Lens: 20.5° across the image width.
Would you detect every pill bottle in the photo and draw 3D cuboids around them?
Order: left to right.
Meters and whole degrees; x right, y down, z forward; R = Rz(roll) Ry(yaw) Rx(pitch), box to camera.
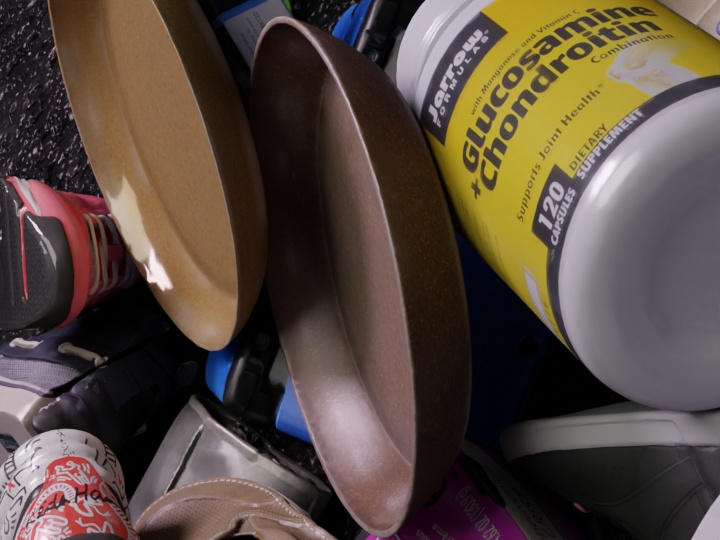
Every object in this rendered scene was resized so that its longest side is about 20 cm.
[{"bbox_3d":[0.084,-0.042,0.708,0.112,0.112,0.200,-55,31,9],"label":"pill bottle"}]

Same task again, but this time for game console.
[{"bbox_3d":[0.021,-0.014,0.905,0.171,0.117,0.202,-168,100,-80],"label":"game console"}]

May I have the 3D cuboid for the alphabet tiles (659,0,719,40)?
[{"bbox_3d":[0.114,-0.063,0.851,0.167,0.006,0.200,-52,43,13],"label":"alphabet tiles"}]

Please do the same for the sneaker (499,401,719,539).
[{"bbox_3d":[0.115,0.096,0.724,0.200,0.070,0.100,-10,90,63],"label":"sneaker"}]

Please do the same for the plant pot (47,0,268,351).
[{"bbox_3d":[-0.086,-0.064,0.870,0.027,0.201,0.200,-22,40,-19],"label":"plant pot"}]

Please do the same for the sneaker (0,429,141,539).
[{"bbox_3d":[-0.124,0.164,0.844,0.108,0.067,0.203,-115,27,-51],"label":"sneaker"}]

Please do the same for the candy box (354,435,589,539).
[{"bbox_3d":[0.021,0.184,0.783,0.201,0.061,0.137,-53,42,13],"label":"candy box"}]

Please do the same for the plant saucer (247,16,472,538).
[{"bbox_3d":[0.000,0.000,0.767,0.200,0.034,0.202,167,90,-74],"label":"plant saucer"}]

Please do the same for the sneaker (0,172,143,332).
[{"bbox_3d":[-0.141,-0.015,0.986,0.200,0.086,0.075,-159,68,-74],"label":"sneaker"}]

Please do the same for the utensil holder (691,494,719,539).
[{"bbox_3d":[0.204,0.131,0.549,0.199,0.169,0.171,2,72,49],"label":"utensil holder"}]

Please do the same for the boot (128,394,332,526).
[{"bbox_3d":[-0.118,0.150,0.934,0.181,0.072,0.202,25,96,35],"label":"boot"}]

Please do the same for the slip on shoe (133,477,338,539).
[{"bbox_3d":[-0.049,0.125,0.796,0.200,0.060,0.077,22,84,56],"label":"slip on shoe"}]

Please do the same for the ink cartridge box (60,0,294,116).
[{"bbox_3d":[-0.088,-0.085,0.951,0.100,0.039,0.200,58,151,3],"label":"ink cartridge box"}]

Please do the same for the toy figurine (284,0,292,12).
[{"bbox_3d":[-0.106,-0.198,1.078,0.184,0.149,0.202,21,111,61],"label":"toy figurine"}]

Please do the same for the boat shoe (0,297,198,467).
[{"bbox_3d":[-0.153,0.060,1.026,0.093,0.075,0.199,-40,22,-21],"label":"boat shoe"}]
